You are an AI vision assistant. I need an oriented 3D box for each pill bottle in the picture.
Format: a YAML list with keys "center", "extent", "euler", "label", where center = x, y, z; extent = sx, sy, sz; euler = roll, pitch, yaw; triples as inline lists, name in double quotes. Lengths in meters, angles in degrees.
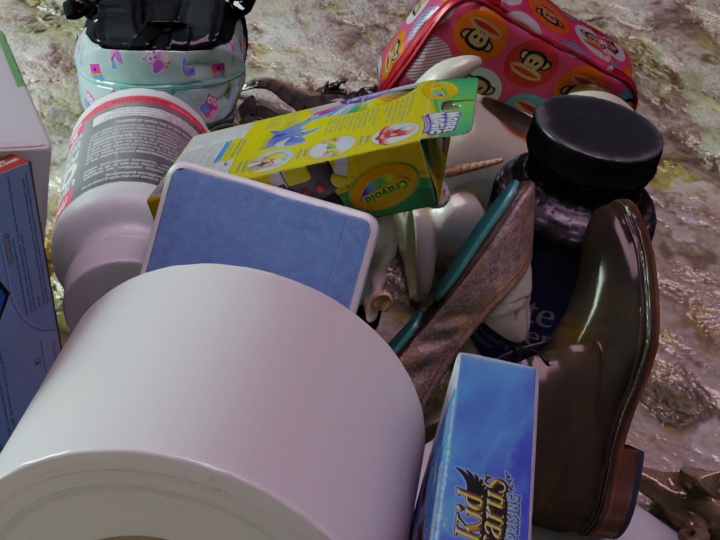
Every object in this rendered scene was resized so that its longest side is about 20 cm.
- center: [0.134, -0.011, 0.825]
  extent: [0.111, 0.201, 0.112]
  euler: [8, 35, -5]
  label: "pill bottle"
- center: [-0.157, -0.034, 0.851]
  extent: [0.110, 0.111, 0.200]
  euler: [4, 36, -10]
  label: "pill bottle"

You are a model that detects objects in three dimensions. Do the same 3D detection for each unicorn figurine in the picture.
- center: [0.000, 0.000, 0.784]
  extent: [0.074, 0.200, 0.138]
  euler: [39, 23, -15]
  label: "unicorn figurine"

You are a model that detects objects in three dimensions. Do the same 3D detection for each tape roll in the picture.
- center: [-0.075, 0.117, 0.593]
  extent: [0.202, 0.204, 0.139]
  euler: [13, 35, 2]
  label: "tape roll"

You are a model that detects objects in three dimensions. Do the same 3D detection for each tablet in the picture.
- center: [-0.075, 0.048, 0.709]
  extent: [0.129, 0.201, 0.014]
  euler: [16, 3, 5]
  label: "tablet"

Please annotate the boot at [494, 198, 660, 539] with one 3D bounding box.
- center: [0.115, 0.052, 0.710]
  extent: [0.096, 0.201, 0.075]
  euler: [7, -7, -13]
  label: "boot"

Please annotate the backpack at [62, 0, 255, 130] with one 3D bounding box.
- center: [-0.160, -0.165, 1.007]
  extent: [0.166, 0.127, 0.200]
  euler: [-7, 23, -5]
  label: "backpack"

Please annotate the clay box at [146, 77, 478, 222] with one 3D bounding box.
- center: [-0.021, -0.067, 0.760]
  extent: [0.199, 0.048, 0.115]
  euler: [-10, 25, 14]
  label: "clay box"

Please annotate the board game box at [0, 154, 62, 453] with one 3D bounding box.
- center: [-0.205, 0.049, 0.650]
  extent: [0.019, 0.201, 0.103]
  euler: [17, 33, 31]
  label: "board game box"

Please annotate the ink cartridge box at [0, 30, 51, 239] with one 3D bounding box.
- center: [-0.249, -0.025, 0.740]
  extent: [0.084, 0.201, 0.146]
  euler: [-5, 39, -26]
  label: "ink cartridge box"

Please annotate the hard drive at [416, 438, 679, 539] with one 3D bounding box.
- center: [0.115, 0.166, 0.728]
  extent: [0.200, 0.026, 0.132]
  euler: [34, 41, 28]
  label: "hard drive"

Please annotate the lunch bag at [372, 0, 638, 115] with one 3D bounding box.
- center: [0.114, -0.148, 1.030]
  extent: [0.199, 0.176, 0.082]
  euler: [25, 39, -19]
  label: "lunch bag"

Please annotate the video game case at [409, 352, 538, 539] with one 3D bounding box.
- center: [0.038, 0.171, 0.567]
  extent: [0.045, 0.182, 0.200]
  euler: [12, 35, 2]
  label: "video game case"

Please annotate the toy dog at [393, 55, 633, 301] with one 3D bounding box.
- center: [0.121, -0.086, 0.941]
  extent: [0.199, 0.195, 0.140]
  euler: [-7, 29, -11]
  label: "toy dog"

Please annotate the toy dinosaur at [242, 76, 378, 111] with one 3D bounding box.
- center: [-0.026, -0.148, 1.103]
  extent: [0.200, 0.048, 0.088]
  euler: [31, 47, 30]
  label: "toy dinosaur"

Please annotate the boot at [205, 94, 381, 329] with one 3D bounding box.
- center: [-0.040, -0.048, 0.922]
  extent: [0.200, 0.069, 0.174]
  euler: [56, 13, -4]
  label: "boot"

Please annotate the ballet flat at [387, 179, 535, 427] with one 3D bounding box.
- center: [0.065, 0.036, 0.767]
  extent: [0.067, 0.200, 0.068]
  euler: [36, 18, -3]
  label: "ballet flat"

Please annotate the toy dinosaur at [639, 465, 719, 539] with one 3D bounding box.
- center: [0.204, 0.143, 0.750]
  extent: [0.199, 0.058, 0.101]
  euler: [23, 0, -3]
  label: "toy dinosaur"
